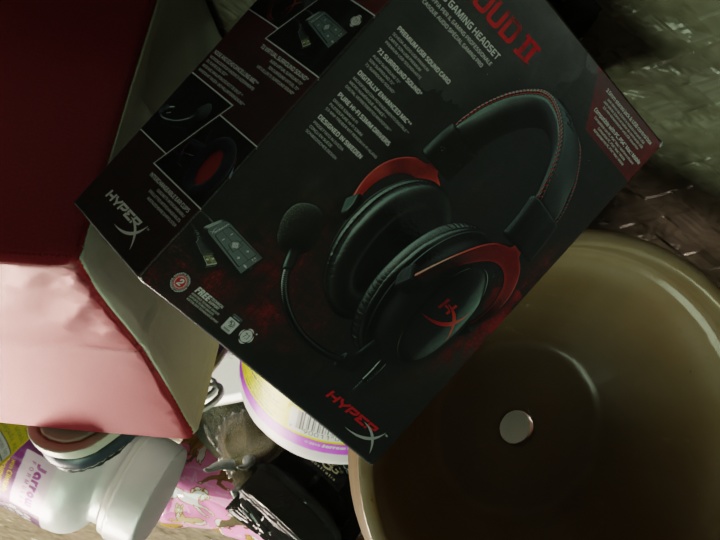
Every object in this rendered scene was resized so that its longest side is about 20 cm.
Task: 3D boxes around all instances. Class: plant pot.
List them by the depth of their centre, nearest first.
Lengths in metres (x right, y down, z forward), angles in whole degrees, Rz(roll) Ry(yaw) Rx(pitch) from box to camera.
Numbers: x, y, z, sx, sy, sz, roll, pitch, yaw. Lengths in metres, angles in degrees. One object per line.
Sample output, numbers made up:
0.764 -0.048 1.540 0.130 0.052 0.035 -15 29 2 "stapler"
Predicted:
0.086 0.078 0.779 0.201 0.201 0.093 26 178 -14 "plant pot"

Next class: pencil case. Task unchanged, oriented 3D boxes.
-0.050 0.180 1.258 0.200 0.083 0.087 15 172 7 "pencil case"

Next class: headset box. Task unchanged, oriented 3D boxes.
0.013 -0.047 0.658 0.149 0.200 0.075 43 179 -38 "headset box"

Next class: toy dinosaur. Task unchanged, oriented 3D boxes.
-0.082 0.113 1.164 0.200 0.077 0.102 44 163 56 "toy dinosaur"

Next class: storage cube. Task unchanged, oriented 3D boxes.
-0.161 -0.043 0.769 0.179 0.200 0.171 4 151 15 "storage cube"

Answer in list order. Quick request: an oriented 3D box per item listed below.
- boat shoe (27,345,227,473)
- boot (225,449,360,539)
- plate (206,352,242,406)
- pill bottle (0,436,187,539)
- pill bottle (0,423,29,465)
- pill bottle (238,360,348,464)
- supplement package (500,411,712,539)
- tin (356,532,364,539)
-0.104 0.038 0.869 0.075 0.200 0.062 12 134 16 "boat shoe"
0.003 0.105 0.997 0.079 0.158 0.211 41 165 3 "boot"
-0.126 0.047 1.039 0.200 0.032 0.199 -14 150 37 "plate"
-0.230 0.119 1.197 0.200 0.112 0.112 26 155 8 "pill bottle"
-0.231 0.066 0.887 0.111 0.200 0.111 37 156 20 "pill bottle"
0.000 0.000 0.814 0.104 0.104 0.200 18 138 4 "pill bottle"
0.172 0.135 0.927 0.152 0.151 0.200 -2 147 36 "supplement package"
0.037 0.129 1.054 0.042 0.112 0.200 26 154 -27 "tin"
